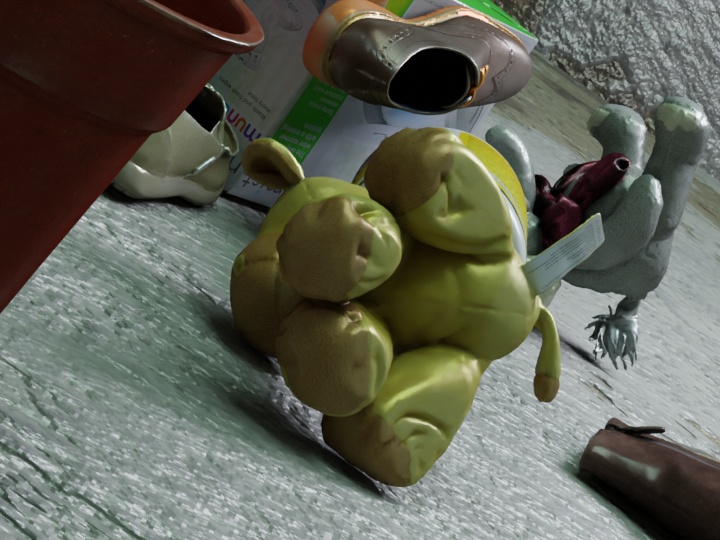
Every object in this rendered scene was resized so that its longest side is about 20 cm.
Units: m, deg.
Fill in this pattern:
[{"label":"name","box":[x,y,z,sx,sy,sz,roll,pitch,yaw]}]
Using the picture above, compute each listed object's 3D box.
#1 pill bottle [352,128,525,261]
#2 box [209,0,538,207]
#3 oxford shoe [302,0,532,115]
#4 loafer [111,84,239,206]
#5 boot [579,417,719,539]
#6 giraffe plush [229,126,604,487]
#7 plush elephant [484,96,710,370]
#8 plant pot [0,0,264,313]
[{"label":"pill bottle","box":[0.044,-0.024,1.697,0.112,0.113,0.200,35,12,-3]},{"label":"box","box":[-0.012,-0.125,1.817,0.097,0.177,0.200,42,12,31]},{"label":"oxford shoe","box":[0.051,-0.118,1.734,0.073,0.071,0.200,35,23,33]},{"label":"loafer","box":[-0.107,-0.083,1.640,0.076,0.068,0.200,37,11,5]},{"label":"boot","box":[0.202,0.152,1.666,0.166,0.072,0.200,25,11,8]},{"label":"giraffe plush","box":[0.000,0.000,1.449,0.200,0.173,0.162,-18,23,-41]},{"label":"plush elephant","box":[0.136,-0.038,2.002,0.155,0.200,0.165,9,6,-16]},{"label":"plant pot","box":[-0.173,-0.066,1.057,0.201,0.195,0.201,35,11,-8]}]
